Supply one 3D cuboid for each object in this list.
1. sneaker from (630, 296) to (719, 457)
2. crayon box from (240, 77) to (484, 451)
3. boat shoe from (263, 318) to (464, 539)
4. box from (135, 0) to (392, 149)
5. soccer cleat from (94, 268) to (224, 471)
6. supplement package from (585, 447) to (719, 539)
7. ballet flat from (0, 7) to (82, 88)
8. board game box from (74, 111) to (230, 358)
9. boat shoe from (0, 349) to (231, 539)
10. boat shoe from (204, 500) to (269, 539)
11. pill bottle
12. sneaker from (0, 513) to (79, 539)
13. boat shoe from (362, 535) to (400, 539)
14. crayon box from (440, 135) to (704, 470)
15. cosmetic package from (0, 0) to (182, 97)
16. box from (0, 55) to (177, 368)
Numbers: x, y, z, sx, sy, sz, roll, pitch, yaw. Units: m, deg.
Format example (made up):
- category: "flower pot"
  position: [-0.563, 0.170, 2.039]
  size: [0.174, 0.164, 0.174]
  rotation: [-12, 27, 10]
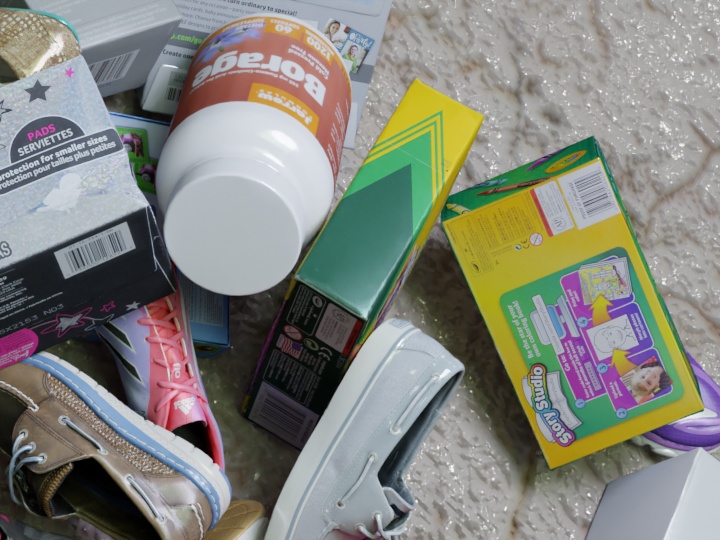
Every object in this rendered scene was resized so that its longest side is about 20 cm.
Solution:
- category: "sneaker"
  position: [0.201, 0.057, 1.668]
  size: [0.200, 0.083, 0.081]
  rotation: [42, 58, -12]
- category: "crayon box"
  position: [0.000, 0.000, 1.499]
  size: [0.058, 0.200, 0.173]
  rotation: [30, 60, 4]
- category: "boat shoe"
  position: [0.002, 0.132, 1.442]
  size: [0.071, 0.070, 0.202]
  rotation: [29, 98, 21]
- category: "box"
  position: [-0.055, -0.193, 1.547]
  size: [0.155, 0.041, 0.202]
  rotation: [9, 112, -17]
- category: "soccer cleat"
  position: [-0.125, 0.062, 1.452]
  size: [0.066, 0.076, 0.202]
  rotation: [-17, 102, -25]
- category: "supplement package"
  position: [0.261, 0.236, 1.622]
  size: [0.199, 0.117, 0.118]
  rotation: [36, 60, -16]
- category: "ballet flat"
  position: [-0.268, -0.132, 1.413]
  size: [0.071, 0.198, 0.066]
  rotation: [69, 34, -45]
- category: "board game box"
  position: [-0.180, -0.031, 1.506]
  size: [0.199, 0.037, 0.153]
  rotation: [10, 69, -28]
- category: "boat shoe"
  position: [-0.178, 0.110, 1.398]
  size: [0.199, 0.073, 0.072]
  rotation: [24, 41, 12]
- category: "boat shoe"
  position: [-0.122, 0.226, 1.434]
  size: [0.200, 0.071, 0.070]
  rotation: [-37, 114, -30]
- category: "pill bottle"
  position: [-0.068, -0.072, 1.452]
  size: [0.112, 0.112, 0.201]
  rotation: [35, 28, -15]
- category: "sneaker"
  position: [-0.233, 0.171, 1.369]
  size: [0.198, 0.084, 0.077]
  rotation: [16, 68, -16]
- category: "boat shoe"
  position: [0.015, 0.183, 1.514]
  size: [0.056, 0.067, 0.202]
  rotation: [-3, 86, -4]
- category: "crayon box"
  position: [0.147, 0.024, 1.597]
  size: [0.058, 0.118, 0.201]
  rotation: [-80, 147, -72]
- category: "cosmetic package"
  position: [-0.215, -0.211, 1.500]
  size: [0.106, 0.090, 0.201]
  rotation: [-21, 72, -36]
- category: "box"
  position: [-0.226, -0.021, 1.365]
  size: [0.199, 0.132, 0.115]
  rotation: [-24, 67, -6]
